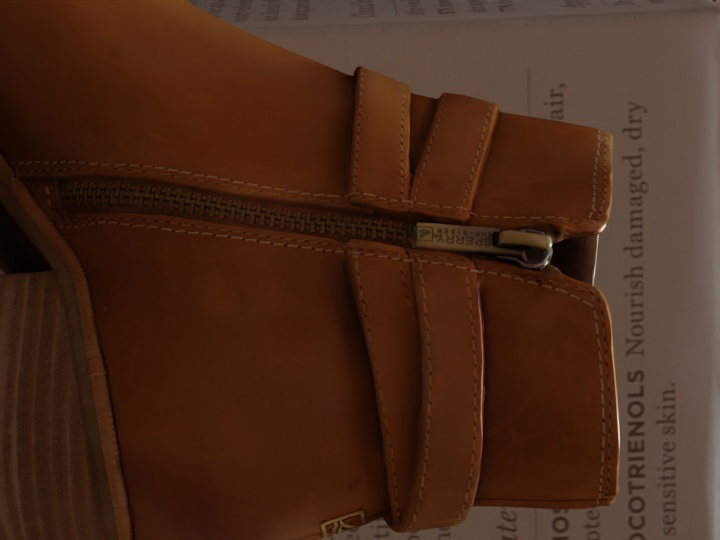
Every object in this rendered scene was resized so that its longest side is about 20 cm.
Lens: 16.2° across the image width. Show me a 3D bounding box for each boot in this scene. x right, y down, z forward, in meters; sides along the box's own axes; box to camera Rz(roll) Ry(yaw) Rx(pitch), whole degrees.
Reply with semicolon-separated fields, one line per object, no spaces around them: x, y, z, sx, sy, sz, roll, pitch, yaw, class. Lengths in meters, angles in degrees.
-0.023;-0.033;0.544;0.077;0.155;0.200;88;0;-57;boot

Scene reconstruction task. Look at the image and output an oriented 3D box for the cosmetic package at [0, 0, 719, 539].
0.000;0.000;0.748;0.167;0.200;0.166;-91;179;-79;cosmetic package
